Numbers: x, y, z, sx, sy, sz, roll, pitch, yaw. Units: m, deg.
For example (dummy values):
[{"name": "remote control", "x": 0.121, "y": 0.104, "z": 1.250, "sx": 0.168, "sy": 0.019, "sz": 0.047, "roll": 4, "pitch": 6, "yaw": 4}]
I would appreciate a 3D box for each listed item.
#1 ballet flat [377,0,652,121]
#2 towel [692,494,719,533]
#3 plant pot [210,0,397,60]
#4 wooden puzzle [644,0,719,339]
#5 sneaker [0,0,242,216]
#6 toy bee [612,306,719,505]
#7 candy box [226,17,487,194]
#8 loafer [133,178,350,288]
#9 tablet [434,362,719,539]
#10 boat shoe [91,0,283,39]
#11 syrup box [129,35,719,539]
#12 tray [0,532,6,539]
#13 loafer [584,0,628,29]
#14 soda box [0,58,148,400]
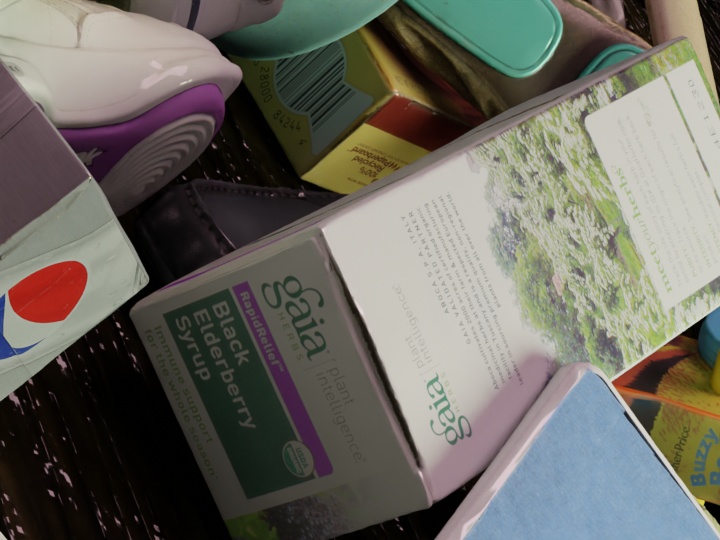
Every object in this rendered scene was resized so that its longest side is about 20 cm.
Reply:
[{"name": "ballet flat", "x": 0.069, "y": -0.069, "z": 0.990, "sx": 0.200, "sy": 0.068, "sz": 0.072, "roll": 39, "pitch": -6, "yaw": -7}, {"name": "towel", "x": 0.088, "y": 0.126, "z": 0.831, "sx": 0.148, "sy": 0.036, "sz": 0.201, "roll": 46, "pitch": 27, "yaw": -29}, {"name": "plant pot", "x": -0.054, "y": -0.180, "z": 0.889, "sx": 0.188, "sy": 0.200, "sz": 0.201, "roll": 45, "pitch": 17, "yaw": -35}, {"name": "wooden puzzle", "x": 0.146, "y": -0.001, "z": 1.114, "sx": 0.201, "sy": 0.037, "sz": 0.186, "roll": 72, "pitch": 10, "yaw": -48}, {"name": "sneaker", "x": -0.100, "y": -0.065, "z": 0.723, "sx": 0.100, "sy": 0.075, "sz": 0.200, "roll": 55, "pitch": 18, "yaw": 15}, {"name": "toy bee", "x": 0.148, "y": 0.057, "z": 0.950, "sx": 0.109, "sy": 0.199, "sz": 0.132, "roll": -85, "pitch": 166, "yaw": -64}, {"name": "candy box", "x": -0.021, "y": -0.116, "z": 1.050, "sx": 0.116, "sy": 0.056, "sz": 0.201, "roll": 18, "pitch": 35, "yaw": -58}, {"name": "loafer", "x": 0.000, "y": 0.000, "z": 0.842, "sx": 0.200, "sy": 0.070, "sz": 0.068, "roll": 20, "pitch": 34, "yaw": -58}, {"name": "tablet", "x": 0.050, "y": 0.125, "z": 0.660, "sx": 0.130, "sy": 0.014, "sz": 0.200, "roll": 53, "pitch": 44, "yaw": -11}, {"name": "boat shoe", "x": -0.039, "y": -0.145, "z": 0.761, "sx": 0.066, "sy": 0.200, "sz": 0.074, "roll": -12, "pitch": 58, "yaw": -23}, {"name": "syrup box", "x": 0.033, "y": 0.004, "z": 0.764, "sx": 0.200, "sy": 0.081, "sz": 0.079, "roll": -29, "pitch": 96, "yaw": -47}, {"name": "tray", "x": -0.120, "y": 0.062, "z": 0.510, "sx": 0.108, "sy": 0.022, "sz": 0.200, "roll": 52, "pitch": 18, "yaw": 1}, {"name": "loafer", "x": 0.088, "y": -0.056, "z": 1.084, "sx": 0.072, "sy": 0.062, "sz": 0.201, "roll": 72, "pitch": 8, "yaw": -53}, {"name": "soda box", "x": -0.133, "y": -0.062, "z": 0.596, "sx": 0.200, "sy": 0.063, "sz": 0.068, "roll": 51, "pitch": -6, "yaw": 20}]
